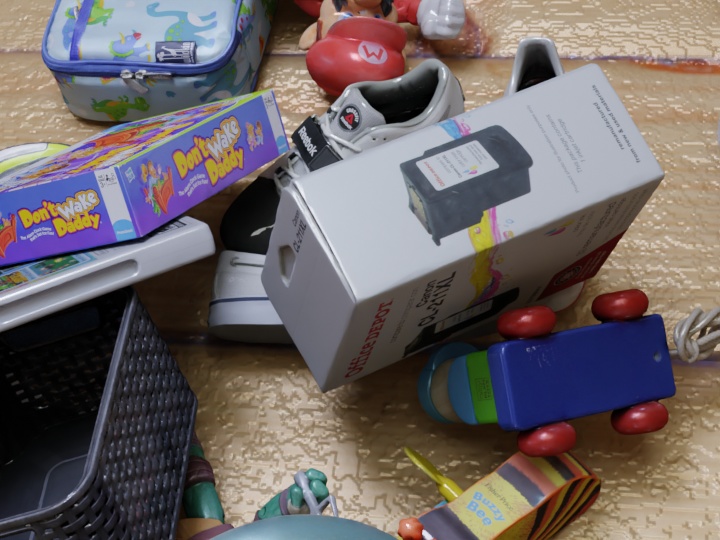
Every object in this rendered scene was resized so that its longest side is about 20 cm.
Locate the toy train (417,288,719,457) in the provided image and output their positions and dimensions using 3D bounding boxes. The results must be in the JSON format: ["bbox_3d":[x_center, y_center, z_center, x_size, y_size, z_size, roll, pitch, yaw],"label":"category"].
[{"bbox_3d":[0.141,0.058,0.976,0.200,0.116,0.085,-9,88,-31],"label":"toy train"}]

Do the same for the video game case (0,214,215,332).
[{"bbox_3d":[-0.200,0.000,0.985,0.182,0.024,0.200,-21,14,-17],"label":"video game case"}]

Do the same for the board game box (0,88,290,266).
[{"bbox_3d":[-0.150,-0.061,1.020,0.134,0.045,0.200,-10,14,27],"label":"board game box"}]

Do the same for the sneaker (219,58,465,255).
[{"bbox_3d":[-0.017,-0.084,1.095,0.200,0.089,0.074,-34,60,-12],"label":"sneaker"}]

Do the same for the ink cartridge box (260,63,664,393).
[{"bbox_3d":[0.054,-0.021,0.925,0.200,0.146,0.083,-23,72,-18],"label":"ink cartridge box"}]

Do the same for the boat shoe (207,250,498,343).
[{"bbox_3d":[0.000,0.001,1.041,0.202,0.075,0.086,-2,74,15],"label":"boat shoe"}]

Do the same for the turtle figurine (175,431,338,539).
[{"bbox_3d":[-0.096,0.165,0.937,0.150,0.101,0.200,-24,40,-25],"label":"turtle figurine"}]

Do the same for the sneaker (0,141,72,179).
[{"bbox_3d":[-0.265,-0.018,1.108,0.200,0.074,0.081,-30,67,-4],"label":"sneaker"}]

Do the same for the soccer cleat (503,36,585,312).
[{"bbox_3d":[0.119,-0.066,1.062,0.069,0.085,0.200,-1,57,8],"label":"soccer cleat"}]

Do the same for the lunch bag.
[{"bbox_3d":[-0.148,-0.205,1.199,0.161,0.082,0.200,4,57,14],"label":"lunch bag"}]

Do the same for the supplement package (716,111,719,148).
[{"bbox_3d":[0.344,-0.090,1.027,0.200,0.114,0.110,-7,57,3],"label":"supplement package"}]

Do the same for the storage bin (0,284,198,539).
[{"bbox_3d":[-0.179,0.111,0.898,0.135,0.094,0.200,-17,31,13],"label":"storage bin"}]

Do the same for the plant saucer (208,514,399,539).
[{"bbox_3d":[-0.034,0.228,0.842,0.200,0.200,0.027,-25,18,-8],"label":"plant saucer"}]

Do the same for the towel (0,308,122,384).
[{"bbox_3d":[-0.249,0.049,1.037,0.200,0.049,0.112,-21,17,-7],"label":"towel"}]

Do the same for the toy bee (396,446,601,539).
[{"bbox_3d":[0.062,0.163,0.909,0.131,0.109,0.200,22,62,20],"label":"toy bee"}]

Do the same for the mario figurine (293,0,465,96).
[{"bbox_3d":[0.003,-0.215,1.162,0.123,0.106,0.200,-21,48,20],"label":"mario figurine"}]
